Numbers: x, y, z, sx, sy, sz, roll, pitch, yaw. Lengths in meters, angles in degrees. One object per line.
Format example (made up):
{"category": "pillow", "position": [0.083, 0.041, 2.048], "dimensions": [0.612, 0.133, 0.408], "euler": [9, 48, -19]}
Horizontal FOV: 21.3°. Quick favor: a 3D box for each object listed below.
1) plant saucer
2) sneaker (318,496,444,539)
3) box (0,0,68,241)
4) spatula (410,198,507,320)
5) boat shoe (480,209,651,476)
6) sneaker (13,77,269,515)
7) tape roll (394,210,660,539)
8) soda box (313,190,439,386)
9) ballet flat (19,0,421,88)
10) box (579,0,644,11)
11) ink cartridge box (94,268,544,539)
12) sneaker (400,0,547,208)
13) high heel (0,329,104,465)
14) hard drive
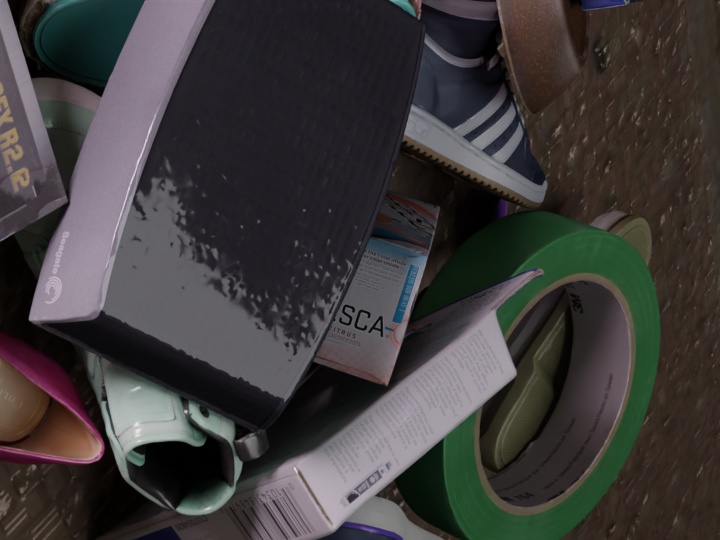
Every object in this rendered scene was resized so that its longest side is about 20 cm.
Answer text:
{"category": "plant saucer", "position": [0.098, -0.186, 1.037], "dimensions": [0.200, 0.034, 0.202], "euler": [-5, 90, -78]}
{"category": "sneaker", "position": [0.002, 0.212, 1.046], "dimensions": [0.200, 0.080, 0.148], "euler": [56, 38, -65]}
{"category": "box", "position": [-0.204, -0.085, 0.704], "dimensions": [0.158, 0.048, 0.201], "euler": [-36, 121, -41]}
{"category": "spatula", "position": [0.053, 0.010, 1.141], "dimensions": [0.200, 0.020, 0.057], "euler": [-46, 147, -45]}
{"category": "boat shoe", "position": [0.114, 0.037, 1.230], "dimensions": [0.200, 0.068, 0.075], "euler": [-52, 138, -22]}
{"category": "sneaker", "position": [-0.101, 0.015, 0.835], "dimensions": [0.073, 0.118, 0.201], "euler": [-25, 122, 4]}
{"category": "tape roll", "position": [0.099, 0.067, 1.130], "dimensions": [0.200, 0.048, 0.202], "euler": [-22, 122, -41]}
{"category": "soda box", "position": [0.000, 0.000, 0.971], "dimensions": [0.200, 0.063, 0.069], "euler": [-68, 176, -81]}
{"category": "ballet flat", "position": [-0.067, -0.122, 0.887], "dimensions": [0.199, 0.064, 0.076], "euler": [-3, 133, -27]}
{"category": "box", "position": [0.138, -0.210, 1.075], "dimensions": [0.200, 0.032, 0.122], "euler": [-36, 119, -75]}
{"category": "ink cartridge box", "position": [-0.015, 0.085, 0.977], "dimensions": [0.200, 0.199, 0.041], "euler": [-37, 96, -39]}
{"category": "sneaker", "position": [0.064, -0.108, 1.085], "dimensions": [0.200, 0.070, 0.109], "euler": [23, 89, -53]}
{"category": "high heel", "position": [-0.190, 0.037, 0.777], "dimensions": [0.068, 0.096, 0.200], "euler": [-61, 146, -7]}
{"category": "hard drive", "position": [-0.047, -0.046, 0.814], "dimensions": [0.134, 0.042, 0.201], "euler": [29, 73, -30]}
